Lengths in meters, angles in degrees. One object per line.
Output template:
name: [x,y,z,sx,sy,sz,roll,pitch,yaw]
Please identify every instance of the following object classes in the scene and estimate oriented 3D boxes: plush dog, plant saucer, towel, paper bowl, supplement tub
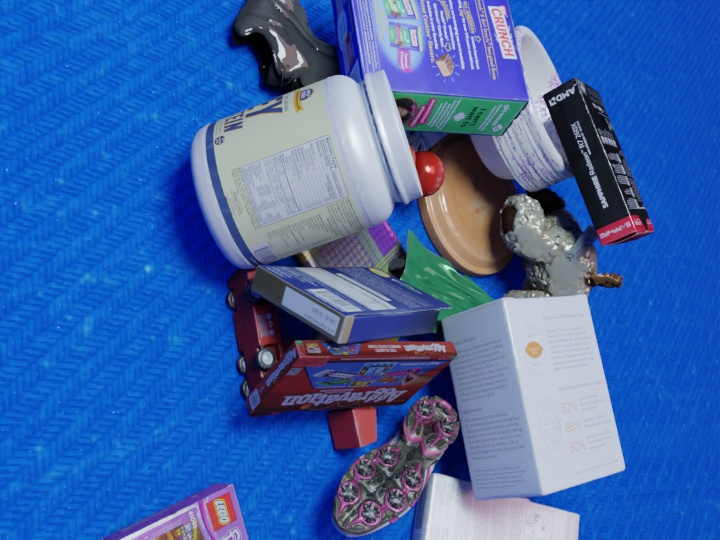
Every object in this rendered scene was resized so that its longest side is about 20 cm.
plush dog: [0.271,-0.022,1.027,0.172,0.156,0.205,-64,151,-63]
plant saucer: [0.158,-0.095,1.031,0.197,0.032,0.206,13,70,-38]
towel: [0.000,0.000,0.880,0.144,0.023,0.202,-43,107,-38]
paper bowl: [0.204,-0.203,0.978,0.200,0.102,0.206,36,45,-46]
supplement tub: [-0.050,-0.099,0.723,0.145,0.195,0.149,-18,90,-82]

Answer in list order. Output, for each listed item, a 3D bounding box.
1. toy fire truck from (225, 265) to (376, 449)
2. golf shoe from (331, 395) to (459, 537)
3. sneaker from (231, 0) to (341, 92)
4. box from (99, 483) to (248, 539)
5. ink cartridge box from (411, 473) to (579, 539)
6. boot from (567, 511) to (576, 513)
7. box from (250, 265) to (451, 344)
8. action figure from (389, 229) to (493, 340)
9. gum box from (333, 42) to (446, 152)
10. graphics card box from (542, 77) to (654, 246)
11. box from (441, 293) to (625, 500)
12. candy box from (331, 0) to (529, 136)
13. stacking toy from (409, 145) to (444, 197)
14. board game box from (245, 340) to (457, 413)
toy fire truck: [-0.060,0.093,0.787,0.139,0.048,0.206,-5,81,-41]
golf shoe: [0.036,0.224,0.805,0.072,0.093,0.199,39,43,18]
sneaker: [-0.067,-0.230,0.858,0.199,0.076,0.092,40,63,-15]
box: [-0.149,0.314,0.662,0.135,0.039,0.206,-15,89,-41]
ink cartridge box: [0.152,0.341,0.861,0.195,0.050,0.165,18,66,-13]
boot: [0.211,0.411,0.924,0.182,0.064,0.206,-3,77,-27]
box: [-0.001,0.030,0.758,0.198,0.120,0.033,-1,113,-53]
action figure: [0.117,0.049,0.913,0.197,0.054,0.121,29,60,-26]
gum box: [0.067,-0.252,0.984,0.199,0.044,0.173,-41,107,-40]
graphics card box: [0.301,-0.133,0.938,0.124,0.050,0.205,-7,77,-59]
box: [0.194,0.139,0.846,0.149,0.105,0.206,0,75,-37]
candy box: [0.076,-0.248,0.835,0.194,0.077,0.174,-1,70,-18]
stacking toy: [0.015,-0.132,0.865,0.196,0.085,0.088,16,68,-27]
board game box: [-0.005,0.104,0.732,0.196,0.103,0.020,4,51,-39]
